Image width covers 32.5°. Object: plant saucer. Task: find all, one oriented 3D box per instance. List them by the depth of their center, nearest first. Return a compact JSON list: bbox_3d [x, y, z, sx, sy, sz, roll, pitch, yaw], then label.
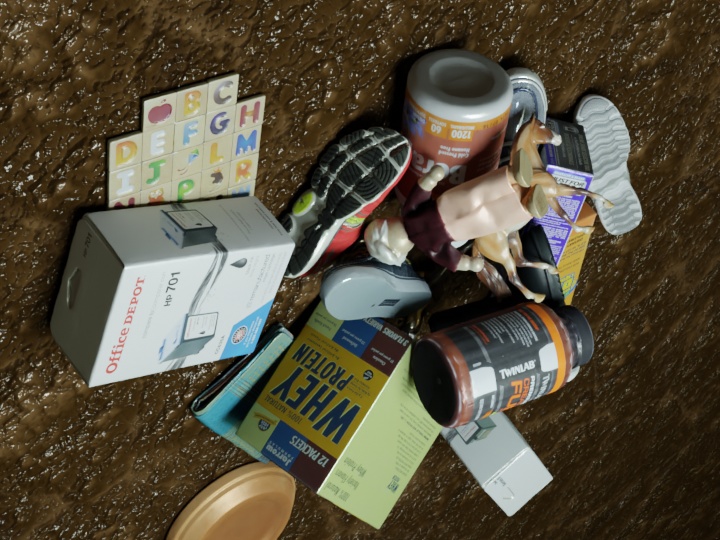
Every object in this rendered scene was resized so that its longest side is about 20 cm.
[{"bbox_3d":[-0.163,0.334,1.612,0.198,0.037,0.202,-28,143,-23],"label":"plant saucer"}]

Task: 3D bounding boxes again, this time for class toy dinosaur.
[{"bbox_3d":[0.088,0.015,1.533,0.106,0.060,0.201,-25,155,-54],"label":"toy dinosaur"}]

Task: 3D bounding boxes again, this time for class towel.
[{"bbox_3d":[-0.109,0.152,1.487,0.147,0.022,0.200,-44,148,-2],"label":"towel"}]

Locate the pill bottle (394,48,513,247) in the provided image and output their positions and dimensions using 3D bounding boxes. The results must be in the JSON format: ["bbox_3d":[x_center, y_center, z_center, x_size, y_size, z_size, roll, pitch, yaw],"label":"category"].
[{"bbox_3d":[0.094,-0.123,1.320,0.111,0.112,0.202,-24,141,-28],"label":"pill bottle"}]

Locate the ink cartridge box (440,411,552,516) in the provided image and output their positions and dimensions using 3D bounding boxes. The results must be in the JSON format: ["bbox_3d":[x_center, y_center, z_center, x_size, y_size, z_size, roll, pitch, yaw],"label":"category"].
[{"bbox_3d":[0.160,0.216,1.680,0.084,0.201,0.146,-39,147,1],"label":"ink cartridge box"}]

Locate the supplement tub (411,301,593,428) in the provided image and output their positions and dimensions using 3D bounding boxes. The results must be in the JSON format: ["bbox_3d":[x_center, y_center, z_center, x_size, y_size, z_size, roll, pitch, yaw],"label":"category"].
[{"bbox_3d":[0.163,0.098,1.379,0.197,0.107,0.108,-16,139,-25],"label":"supplement tub"}]

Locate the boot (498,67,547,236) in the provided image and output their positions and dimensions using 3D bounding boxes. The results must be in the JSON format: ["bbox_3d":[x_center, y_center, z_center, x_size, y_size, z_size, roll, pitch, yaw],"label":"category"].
[{"bbox_3d":[0.177,-0.127,1.409,0.071,0.091,0.202,-2,139,-1],"label":"boot"}]

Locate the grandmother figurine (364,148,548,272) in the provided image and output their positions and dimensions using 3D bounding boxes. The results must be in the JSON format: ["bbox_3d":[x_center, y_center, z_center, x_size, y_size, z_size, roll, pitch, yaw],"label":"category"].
[{"bbox_3d":[0.092,-0.052,1.275,0.198,0.123,0.061,-17,-170,27],"label":"grandmother figurine"}]

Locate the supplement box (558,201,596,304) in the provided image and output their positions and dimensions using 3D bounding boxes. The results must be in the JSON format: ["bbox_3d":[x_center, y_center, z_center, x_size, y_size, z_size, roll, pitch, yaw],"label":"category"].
[{"bbox_3d":[0.257,-0.012,1.664,0.066,0.069,0.202,-23,144,-25],"label":"supplement box"}]

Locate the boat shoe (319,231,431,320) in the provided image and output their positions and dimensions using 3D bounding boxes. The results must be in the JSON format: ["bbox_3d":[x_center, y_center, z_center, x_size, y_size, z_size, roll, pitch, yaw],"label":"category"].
[{"bbox_3d":[0.000,0.000,1.361,0.071,0.092,0.199,-39,158,20],"label":"boat shoe"}]

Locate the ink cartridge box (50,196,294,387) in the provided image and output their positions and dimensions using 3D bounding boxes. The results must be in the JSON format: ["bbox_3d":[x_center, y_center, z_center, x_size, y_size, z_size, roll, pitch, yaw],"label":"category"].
[{"bbox_3d":[-0.180,0.017,1.190,0.198,0.086,0.148,-11,135,-43],"label":"ink cartridge box"}]

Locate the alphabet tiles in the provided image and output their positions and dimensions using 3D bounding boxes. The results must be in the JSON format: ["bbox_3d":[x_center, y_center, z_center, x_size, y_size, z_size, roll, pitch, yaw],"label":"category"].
[{"bbox_3d":[-0.165,-0.091,1.169,0.165,0.006,0.202,-21,141,-31],"label":"alphabet tiles"}]

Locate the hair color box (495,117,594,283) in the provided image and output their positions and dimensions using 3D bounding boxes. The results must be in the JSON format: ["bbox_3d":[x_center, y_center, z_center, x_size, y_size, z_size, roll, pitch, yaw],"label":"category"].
[{"bbox_3d":[0.219,-0.071,1.510,0.064,0.110,0.202,12,127,-8],"label":"hair color box"}]

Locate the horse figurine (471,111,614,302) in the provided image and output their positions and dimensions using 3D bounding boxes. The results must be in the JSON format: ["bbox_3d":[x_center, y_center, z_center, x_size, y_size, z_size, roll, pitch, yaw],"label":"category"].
[{"bbox_3d":[0.184,-0.054,1.370,0.201,0.132,0.050,-55,180,19],"label":"horse figurine"}]

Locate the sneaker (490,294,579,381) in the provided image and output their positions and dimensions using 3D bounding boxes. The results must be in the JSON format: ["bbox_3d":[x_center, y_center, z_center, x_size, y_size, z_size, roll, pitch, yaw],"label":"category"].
[{"bbox_3d":[0.211,0.119,1.631,0.073,0.201,0.119,17,111,-29],"label":"sneaker"}]

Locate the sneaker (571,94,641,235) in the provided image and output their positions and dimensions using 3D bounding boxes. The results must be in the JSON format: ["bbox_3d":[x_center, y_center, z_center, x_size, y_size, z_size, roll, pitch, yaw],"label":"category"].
[{"bbox_3d":[0.302,-0.141,1.576,0.074,0.082,0.202,-20,127,0],"label":"sneaker"}]

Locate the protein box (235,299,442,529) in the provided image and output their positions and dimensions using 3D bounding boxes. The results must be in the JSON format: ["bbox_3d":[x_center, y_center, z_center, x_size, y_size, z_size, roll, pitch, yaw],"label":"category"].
[{"bbox_3d":[-0.007,0.167,1.467,0.202,0.134,0.199,-57,149,-7],"label":"protein box"}]

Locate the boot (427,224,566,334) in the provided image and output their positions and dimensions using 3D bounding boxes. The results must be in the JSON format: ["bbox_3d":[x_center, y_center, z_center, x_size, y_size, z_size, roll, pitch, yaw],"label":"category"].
[{"bbox_3d":[0.161,0.047,1.480,0.165,0.077,0.202,-15,134,4],"label":"boot"}]

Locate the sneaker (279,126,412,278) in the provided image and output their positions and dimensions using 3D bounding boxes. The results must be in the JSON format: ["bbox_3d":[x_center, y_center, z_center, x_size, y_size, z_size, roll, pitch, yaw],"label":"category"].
[{"bbox_3d":[-0.017,-0.072,1.306,0.200,0.077,0.085,-45,159,19],"label":"sneaker"}]
